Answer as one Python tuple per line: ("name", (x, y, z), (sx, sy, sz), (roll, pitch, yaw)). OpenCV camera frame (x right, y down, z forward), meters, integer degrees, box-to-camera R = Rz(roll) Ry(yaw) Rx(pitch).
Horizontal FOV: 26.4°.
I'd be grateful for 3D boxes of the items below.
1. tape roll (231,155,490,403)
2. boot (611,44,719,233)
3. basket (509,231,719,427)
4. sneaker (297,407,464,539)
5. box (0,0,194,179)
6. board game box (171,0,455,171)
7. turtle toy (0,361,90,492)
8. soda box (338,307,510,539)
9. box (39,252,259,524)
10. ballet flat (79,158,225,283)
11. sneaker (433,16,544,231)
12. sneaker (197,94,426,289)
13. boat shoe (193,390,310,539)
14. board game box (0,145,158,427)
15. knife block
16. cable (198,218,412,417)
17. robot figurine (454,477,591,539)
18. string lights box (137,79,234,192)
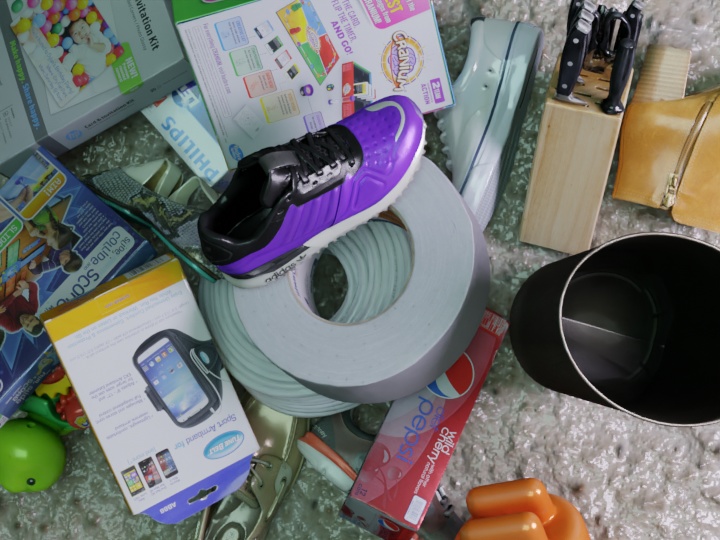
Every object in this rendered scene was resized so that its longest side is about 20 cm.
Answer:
("tape roll", (0.000, 0.000, 1.210), (0.198, 0.066, 0.203), (-4, 74, 15))
("boot", (0.315, -0.102, 1.270), (0.199, 0.071, 0.146), (10, 97, 10))
("basket", (0.202, 0.045, 1.197), (0.178, 0.200, 0.138), (14, 85, -13))
("sneaker", (0.043, 0.181, 1.294), (0.199, 0.077, 0.082), (38, 82, 3))
("box", (-0.248, -0.192, 1.324), (0.199, 0.041, 0.157), (-26, 67, 12))
("board game box", (-0.034, -0.174, 1.227), (0.198, 0.154, 0.041), (-15, 42, 1))
("turtle toy", (-0.261, 0.094, 1.320), (0.144, 0.101, 0.202), (20, 97, 8))
("soda box", (0.054, 0.120, 1.254), (0.063, 0.070, 0.201), (26, 67, 3))
("box", (-0.166, 0.102, 1.244), (0.118, 0.041, 0.202), (-26, 108, -14))
("ballet flat", (-0.163, -0.055, 1.301), (0.200, 0.072, 0.073), (31, 94, 41))
("sneaker", (0.096, -0.118, 1.300), (0.070, 0.073, 0.202), (16, 82, 17))
("sneaker", (-0.040, -0.068, 1.149), (0.200, 0.100, 0.070), (-39, 59, 3))
("boat shoe", (-0.096, 0.181, 1.315), (0.072, 0.065, 0.202), (21, 92, 8))
("board game box", (-0.283, 0.014, 1.266), (0.135, 0.034, 0.200), (40, 83, 18))
("knife block", (0.176, -0.117, 1.229), (0.063, 0.176, 0.202), (14, 91, 9))
("cable", (-0.038, 0.019, 1.287), (0.198, 0.069, 0.202), (-12, 70, 13))
("robot figurine", (0.141, 0.261, 1.227), (0.116, 0.144, 0.201), (-32, 120, -13))
("string lights box", (-0.086, -0.173, 1.324), (0.200, 0.059, 0.103), (-43, 85, 5))
